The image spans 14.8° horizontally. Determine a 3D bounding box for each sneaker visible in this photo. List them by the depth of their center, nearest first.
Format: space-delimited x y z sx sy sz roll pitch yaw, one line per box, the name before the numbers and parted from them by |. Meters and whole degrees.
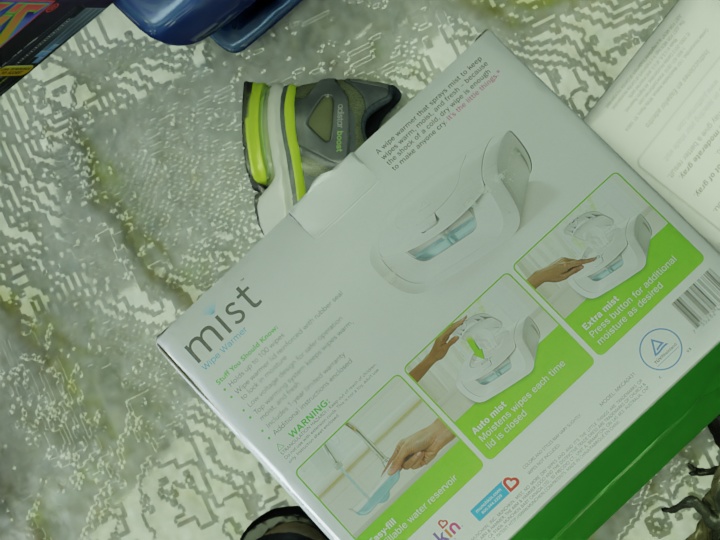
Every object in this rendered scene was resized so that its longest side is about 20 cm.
sneaker | 0.000 0.000 1.293 0.081 0.074 0.200 -14 85 5

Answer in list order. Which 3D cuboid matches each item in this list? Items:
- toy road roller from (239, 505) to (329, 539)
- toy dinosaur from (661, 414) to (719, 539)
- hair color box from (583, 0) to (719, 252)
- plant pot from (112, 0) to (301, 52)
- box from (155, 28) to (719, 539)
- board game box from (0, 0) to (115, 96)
toy road roller | -0.038 0.213 1.259 0.146 0.123 0.200 43 93 -1
toy dinosaur | 0.174 0.067 1.248 0.088 0.047 0.200 46 126 17
hair color box | 0.204 -0.034 1.265 0.200 0.061 0.099 39 93 11
plant pot | -0.065 -0.224 1.266 0.200 0.180 0.200 -42 80 5
box | 0.046 0.032 1.188 0.200 0.097 0.176 -44 69 -2
board game box | -0.185 -0.106 1.099 0.165 0.200 0.057 -36 79 23
